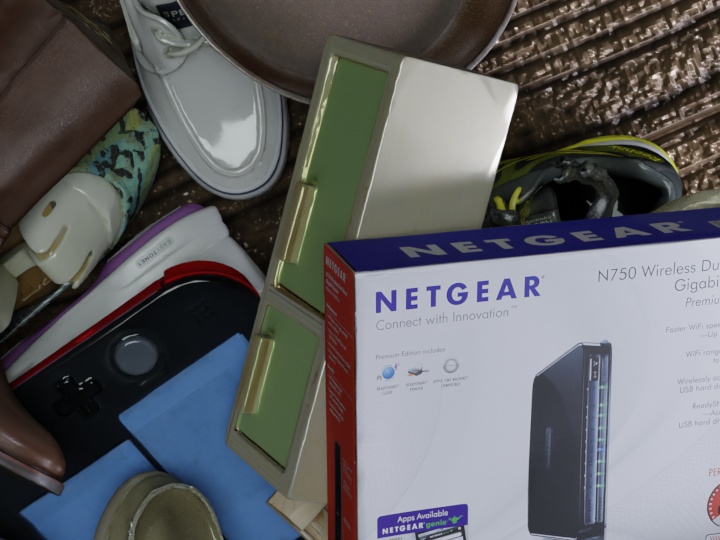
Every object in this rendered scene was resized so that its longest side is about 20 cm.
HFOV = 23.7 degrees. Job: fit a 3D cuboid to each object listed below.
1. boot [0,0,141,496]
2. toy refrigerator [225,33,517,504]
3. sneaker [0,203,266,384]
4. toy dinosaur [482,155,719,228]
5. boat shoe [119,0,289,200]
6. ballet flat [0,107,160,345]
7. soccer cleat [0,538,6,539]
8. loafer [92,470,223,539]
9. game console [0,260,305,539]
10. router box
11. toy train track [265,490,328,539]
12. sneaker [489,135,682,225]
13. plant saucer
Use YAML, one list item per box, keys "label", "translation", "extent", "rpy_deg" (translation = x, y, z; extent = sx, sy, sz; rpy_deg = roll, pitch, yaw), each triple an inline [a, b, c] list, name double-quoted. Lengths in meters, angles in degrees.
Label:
- label: "boot"
  translation: [-0.152, -0.023, 0.791]
  extent: [0.186, 0.064, 0.200]
  rpy_deg: [38, 78, 8]
- label: "toy refrigerator"
  translation: [0.000, 0.000, 0.780]
  extent: [0.070, 0.076, 0.201]
  rpy_deg: [9, 100, -30]
- label: "sneaker"
  translation: [-0.126, 0.060, 0.863]
  extent: [0.200, 0.075, 0.100]
  rpy_deg: [-41, 94, 4]
- label: "toy dinosaur"
  translation: [0.097, -0.006, 0.794]
  extent: [0.200, 0.048, 0.088]
  rpy_deg: [-35, 113, 8]
- label: "boat shoe"
  translation: [-0.085, -0.132, 0.853]
  extent: [0.072, 0.066, 0.201]
  rpy_deg: [-13, 94, 1]
- label: "ballet flat"
  translation: [-0.170, 0.001, 0.848]
  extent: [0.200, 0.074, 0.074]
  rpy_deg: [-43, 93, 1]
- label: "soccer cleat"
  translation: [-0.146, 0.218, 0.801]
  extent: [0.070, 0.086, 0.201]
  rpy_deg: [-26, 87, -23]
- label: "loafer"
  translation: [-0.077, 0.187, 0.784]
  extent: [0.068, 0.076, 0.201]
  rpy_deg: [-22, 65, 37]
- label: "game console"
  translation: [-0.086, 0.106, 0.851]
  extent: [0.177, 0.031, 0.200]
  rpy_deg: [-36, 118, 2]
- label: "router box"
  translation: [0.084, 0.071, 0.754]
  extent: [0.199, 0.049, 0.180]
  rpy_deg: [-6, 108, -16]
- label: "toy train track"
  translation: [0.037, 0.169, 0.811]
  extent: [0.200, 0.033, 0.115]
  rpy_deg: [44, 74, -1]
- label: "sneaker"
  translation: [0.066, -0.026, 0.850]
  extent: [0.199, 0.085, 0.075]
  rpy_deg: [-19, 92, 0]
- label: "plant saucer"
  translation: [-0.013, -0.173, 0.836]
  extent: [0.199, 0.032, 0.201]
  rpy_deg: [3, 81, -22]
